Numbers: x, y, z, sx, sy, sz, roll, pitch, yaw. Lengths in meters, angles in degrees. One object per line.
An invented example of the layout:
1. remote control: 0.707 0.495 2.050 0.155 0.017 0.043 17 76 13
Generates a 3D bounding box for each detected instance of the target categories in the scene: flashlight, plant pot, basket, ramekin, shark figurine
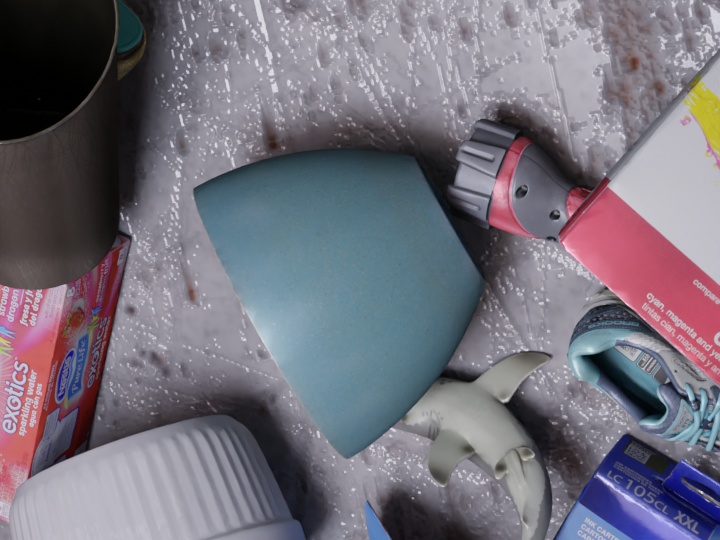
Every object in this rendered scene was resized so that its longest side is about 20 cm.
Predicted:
1. flashlight: 0.156 -0.035 1.592 0.199 0.068 0.068 19 102 16
2. plant pot: 0.000 0.000 1.615 0.134 0.200 0.201 -30 96 4
3. basket: -0.217 -0.091 1.629 0.135 0.181 0.200 1 145 -1
4. ramekin: -0.145 0.174 1.723 0.200 0.200 0.106 -25 79 28
5. shark figurine: 0.097 0.145 1.665 0.128 0.215 0.090 -26 140 1

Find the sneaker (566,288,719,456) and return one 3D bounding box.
1. sneaker: 0.216 0.090 1.599 0.199 0.086 0.078 28 118 11

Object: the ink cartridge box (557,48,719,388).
1. ink cartridge box: 0.232 -0.048 1.474 0.145 0.145 0.200 41 96 3

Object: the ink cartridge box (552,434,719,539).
1. ink cartridge box: 0.190 0.205 1.661 0.136 0.076 0.201 32 116 9

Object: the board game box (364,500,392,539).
1. board game box: 0.057 0.239 1.688 0.039 0.200 0.159 -21 117 -9

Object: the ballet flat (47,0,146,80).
1. ballet flat: -0.225 -0.202 1.697 0.200 0.071 0.071 46 119 3

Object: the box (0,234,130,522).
1. box: -0.241 0.062 1.775 0.095 0.100 0.201 21 116 14
